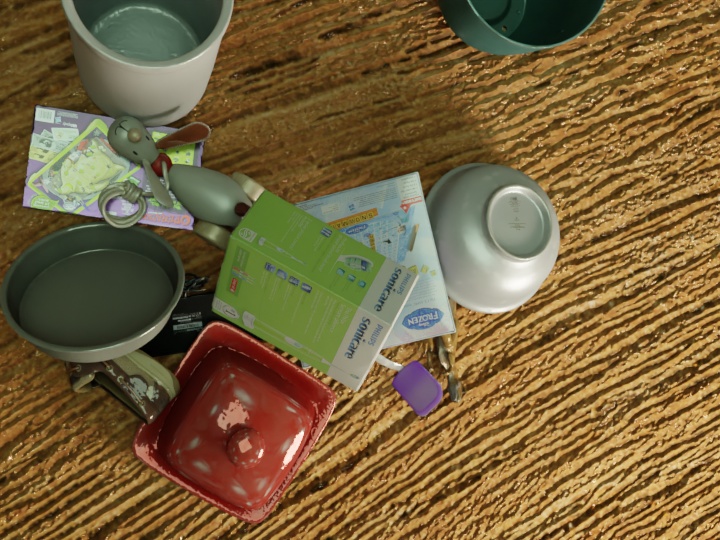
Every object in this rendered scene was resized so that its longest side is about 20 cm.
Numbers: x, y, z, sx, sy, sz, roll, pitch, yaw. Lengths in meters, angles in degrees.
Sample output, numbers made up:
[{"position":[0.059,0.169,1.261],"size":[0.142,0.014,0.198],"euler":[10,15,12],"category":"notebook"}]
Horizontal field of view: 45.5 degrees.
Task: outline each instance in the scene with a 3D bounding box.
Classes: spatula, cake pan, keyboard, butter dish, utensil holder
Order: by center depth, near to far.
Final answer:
[{"position":[-0.233,-0.264,0.933],"size":[0.168,0.200,0.172],"euler":[2,81,-15],"category":"utensil holder"},{"position":[-0.296,0.024,0.963],"size":[0.198,0.201,0.037],"euler":[-9,137,-14],"category":"cake pan"},{"position":[-0.141,0.192,1.009],"size":[0.199,0.148,0.201],"euler":[34,86,-13],"category":"butter dish"},{"position":[-0.215,0.048,1.054],"size":[0.197,0.040,0.105],"euler":[-7,117,-15],"category":"keyboard"},{"position":[0.023,0.109,1.108],"size":[0.199,0.021,0.057],"euler":[40,118,-8],"category":"spatula"}]

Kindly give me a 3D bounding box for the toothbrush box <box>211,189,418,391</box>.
[{"position":[-0.055,0.026,0.970],"size":[0.198,0.146,0.086],"euler":[29,50,4],"category":"toothbrush box"}]

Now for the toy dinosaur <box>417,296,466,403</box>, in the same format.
[{"position":[0.111,0.070,1.129],"size":[0.105,0.060,0.203],"euler":[2,95,-41],"category":"toy dinosaur"}]

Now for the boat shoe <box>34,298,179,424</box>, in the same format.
[{"position":[-0.306,0.106,0.982],"size":[0.199,0.072,0.072],"euler":[34,56,0],"category":"boat shoe"}]

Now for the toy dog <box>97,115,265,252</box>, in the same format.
[{"position":[-0.192,-0.099,0.982],"size":[0.198,0.096,0.134],"euler":[13,85,-29],"category":"toy dog"}]

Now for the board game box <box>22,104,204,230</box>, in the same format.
[{"position":[-0.291,-0.120,1.024],"size":[0.197,0.032,0.122],"euler":[8,87,-14],"category":"board game box"}]

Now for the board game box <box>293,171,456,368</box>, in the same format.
[{"position":[0.000,0.000,1.062],"size":[0.197,0.041,0.202],"euler":[-13,93,6],"category":"board game box"}]

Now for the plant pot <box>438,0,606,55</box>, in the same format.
[{"position":[0.183,-0.362,1.069],"size":[0.198,0.161,0.204],"euler":[-1,92,-15],"category":"plant pot"}]

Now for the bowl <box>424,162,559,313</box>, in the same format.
[{"position":[0.181,-0.051,1.093],"size":[0.199,0.090,0.204],"euler":[4,78,-21],"category":"bowl"}]
